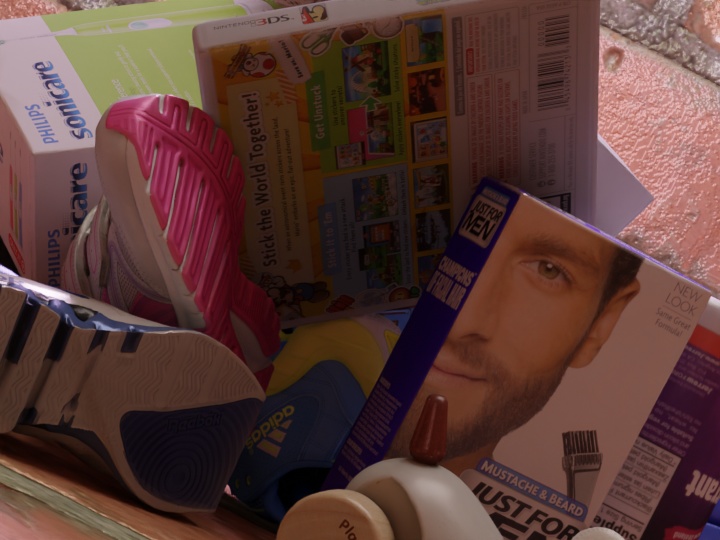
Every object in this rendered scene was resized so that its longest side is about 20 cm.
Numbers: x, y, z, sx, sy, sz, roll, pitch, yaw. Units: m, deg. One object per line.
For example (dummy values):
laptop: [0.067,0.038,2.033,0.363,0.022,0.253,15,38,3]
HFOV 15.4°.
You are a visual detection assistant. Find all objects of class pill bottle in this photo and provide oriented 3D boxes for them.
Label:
pill bottle: [0.126,0.101,1.346,0.111,0.200,0.111,27,1,0]

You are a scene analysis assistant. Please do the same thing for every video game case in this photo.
video game case: [0.021,-0.054,1.240,0.200,0.181,0.023,85,-7,-50]

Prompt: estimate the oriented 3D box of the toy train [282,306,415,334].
toy train: [0.000,0.000,1.422,0.199,0.115,0.087,-4,30,-13]

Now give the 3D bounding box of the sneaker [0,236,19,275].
sneaker: [-0.133,-0.018,1.419,0.099,0.071,0.200,45,40,9]

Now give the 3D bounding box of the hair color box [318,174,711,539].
hair color box: [0.065,0.070,1.236,0.109,0.200,0.065,26,1,-17]

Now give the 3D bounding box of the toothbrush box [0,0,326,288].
toothbrush box: [-0.087,-0.069,1.330,0.199,0.086,0.146,-8,33,-20]

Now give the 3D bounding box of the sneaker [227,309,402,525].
sneaker: [-0.066,0.080,1.357,0.200,0.105,0.076,-13,-31,39]

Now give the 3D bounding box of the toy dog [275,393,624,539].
toy dog: [0.067,0.126,1.129,0.200,0.097,0.132,25,12,-3]

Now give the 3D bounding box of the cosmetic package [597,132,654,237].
cosmetic package: [0.052,-0.110,1.373,0.200,0.052,0.151,43,9,-26]

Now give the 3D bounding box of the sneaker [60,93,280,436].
sneaker: [-0.099,0.000,1.211,0.088,0.081,0.200,5,-43,15]

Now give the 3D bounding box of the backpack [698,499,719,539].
backpack: [0.161,0.142,1.532,0.162,0.168,0.200,27,-33,-14]

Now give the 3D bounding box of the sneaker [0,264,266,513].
sneaker: [-0.142,0.033,1.157,0.199,0.081,0.115,24,4,-42]
